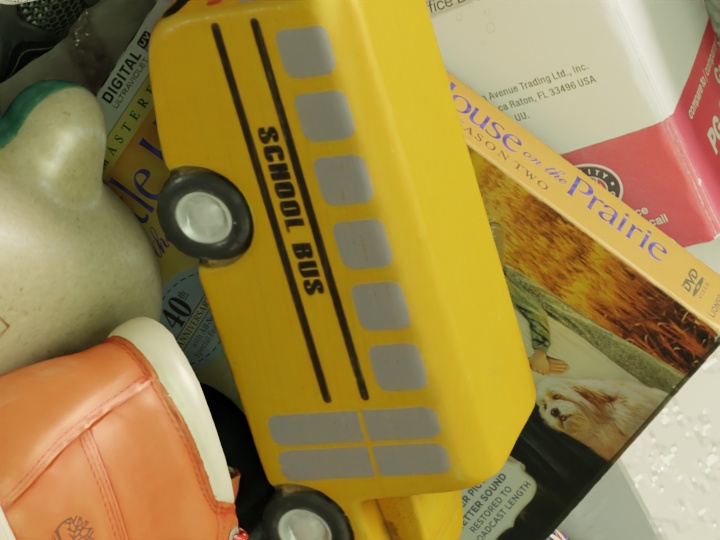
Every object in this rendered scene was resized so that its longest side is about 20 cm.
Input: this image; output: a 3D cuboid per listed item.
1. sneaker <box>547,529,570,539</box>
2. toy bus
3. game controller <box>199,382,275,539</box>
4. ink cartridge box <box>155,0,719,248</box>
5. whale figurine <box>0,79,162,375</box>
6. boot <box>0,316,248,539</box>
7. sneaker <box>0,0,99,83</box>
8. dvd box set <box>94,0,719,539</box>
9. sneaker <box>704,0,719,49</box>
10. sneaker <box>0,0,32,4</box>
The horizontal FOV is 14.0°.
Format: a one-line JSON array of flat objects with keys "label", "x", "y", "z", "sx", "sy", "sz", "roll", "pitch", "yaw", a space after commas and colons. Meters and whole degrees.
[{"label": "sneaker", "x": 0.043, "y": 0.111, "z": 1.036, "sx": 0.075, "sy": 0.078, "sz": 0.200, "roll": -46, "pitch": 114, "yaw": -2}, {"label": "toy bus", "x": -0.003, "y": 0.002, "z": 0.864, "sx": 0.078, "sy": 0.065, "sz": 0.200, "roll": -6, "pitch": 116, "yaw": 23}, {"label": "game controller", "x": -0.098, "y": 0.125, "z": 0.921, "sx": 0.200, "sy": 0.042, "sz": 0.104, "roll": -45, "pitch": 127, "yaw": -10}, {"label": "ink cartridge box", "x": 0.020, "y": -0.094, "z": 0.931, "sx": 0.145, "sy": 0.084, "sz": 0.200, "roll": -16, "pitch": 115, "yaw": 26}, {"label": "whale figurine", "x": -0.144, "y": -0.004, "z": 0.857, "sx": 0.159, "sy": 0.104, "sz": 0.200, "roll": -47, "pitch": 147, "yaw": -3}, {"label": "boot", "x": -0.068, "y": 0.110, "z": 0.866, "sx": 0.107, "sy": 0.075, "sz": 0.200, "roll": -33, "pitch": 126, "yaw": -28}, {"label": "sneaker", "x": -0.169, "y": -0.127, "z": 0.895, "sx": 0.114, "sy": 0.076, "sz": 0.199, "roll": -46, "pitch": 120, "yaw": -10}, {"label": "dvd box set", "x": 0.000, "y": 0.000, "z": 0.921, "sx": 0.200, "sy": 0.029, "sz": 0.146, "roll": 37, "pitch": 126, "yaw": -1}, {"label": "sneaker", "x": 0.158, "y": -0.132, "z": 0.911, "sx": 0.114, "sy": 0.073, "sz": 0.201, "roll": -18, "pitch": 99, "yaw": -13}, {"label": "sneaker", "x": -0.140, "y": -0.123, "z": 0.790, "sx": 0.200, "sy": 0.115, "sz": 0.075, "roll": -5, "pitch": 115, "yaw": -35}]
